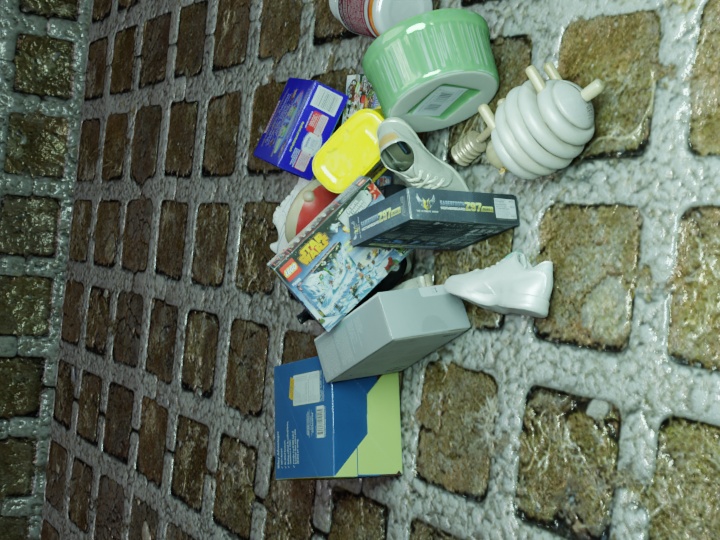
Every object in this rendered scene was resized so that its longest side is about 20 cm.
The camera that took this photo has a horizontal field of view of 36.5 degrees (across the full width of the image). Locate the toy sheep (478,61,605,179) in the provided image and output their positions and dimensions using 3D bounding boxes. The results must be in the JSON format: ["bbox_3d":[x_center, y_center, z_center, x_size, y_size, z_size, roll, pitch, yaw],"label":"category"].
[{"bbox_3d":[0.242,-0.196,1.451,0.200,0.137,0.139,-37,55,44],"label":"toy sheep"}]

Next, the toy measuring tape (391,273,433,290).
[{"bbox_3d":[0.050,0.054,1.808,0.199,0.073,0.074,-24,63,30],"label":"toy measuring tape"}]

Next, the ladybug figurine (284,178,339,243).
[{"bbox_3d":[-0.072,-0.091,1.932,0.072,0.200,0.136,36,82,16],"label":"ladybug figurine"}]

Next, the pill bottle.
[{"bbox_3d":[0.027,-0.452,1.853,0.200,0.112,0.114,32,112,55],"label":"pill bottle"}]

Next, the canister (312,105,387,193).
[{"bbox_3d":[0.005,-0.194,1.744,0.087,0.200,0.149,46,104,2],"label":"canister"}]

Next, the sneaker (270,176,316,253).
[{"bbox_3d":[-0.121,-0.113,2.051,0.086,0.074,0.202,15,98,14],"label":"sneaker"}]

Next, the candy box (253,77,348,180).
[{"bbox_3d":[-0.113,-0.265,2.015,0.170,0.077,0.200,-65,22,4],"label":"candy box"}]

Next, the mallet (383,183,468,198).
[{"bbox_3d":[0.102,-0.107,1.756,0.199,0.041,0.067,5,89,55],"label":"mallet"}]

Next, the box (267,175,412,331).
[{"bbox_3d":[-0.024,-0.026,1.647,0.200,0.137,0.040,-43,25,-9],"label":"box"}]

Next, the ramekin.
[{"bbox_3d":[0.110,-0.290,1.622,0.200,0.199,0.098,-40,60,49],"label":"ramekin"}]

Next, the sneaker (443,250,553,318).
[{"bbox_3d":[0.202,0.013,1.553,0.199,0.075,0.089,8,80,53],"label":"sneaker"}]

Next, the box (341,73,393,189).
[{"bbox_3d":[0.014,-0.244,1.913,0.136,0.037,0.202,9,93,59],"label":"box"}]

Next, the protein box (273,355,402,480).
[{"bbox_3d":[-0.042,0.250,1.835,0.200,0.134,0.200,-19,69,56],"label":"protein box"}]

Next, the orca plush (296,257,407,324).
[{"bbox_3d":[-0.004,0.044,1.725,0.071,0.199,0.105,58,167,29],"label":"orca plush"}]

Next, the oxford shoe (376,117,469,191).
[{"bbox_3d":[0.093,-0.143,1.630,0.075,0.200,0.058,-28,33,30],"label":"oxford shoe"}]

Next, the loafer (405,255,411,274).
[{"bbox_3d":[0.000,0.000,1.841,0.199,0.070,0.070,-24,72,32],"label":"loafer"}]

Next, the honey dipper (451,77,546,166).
[{"bbox_3d":[0.206,-0.219,1.601,0.200,0.038,0.038,-40,53,47],"label":"honey dipper"}]

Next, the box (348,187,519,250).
[{"bbox_3d":[0.106,-0.072,1.583,0.157,0.199,0.051,-25,68,55],"label":"box"}]

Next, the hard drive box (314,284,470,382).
[{"bbox_3d":[0.047,0.098,1.687,0.200,0.155,0.077,-37,65,49],"label":"hard drive box"}]
